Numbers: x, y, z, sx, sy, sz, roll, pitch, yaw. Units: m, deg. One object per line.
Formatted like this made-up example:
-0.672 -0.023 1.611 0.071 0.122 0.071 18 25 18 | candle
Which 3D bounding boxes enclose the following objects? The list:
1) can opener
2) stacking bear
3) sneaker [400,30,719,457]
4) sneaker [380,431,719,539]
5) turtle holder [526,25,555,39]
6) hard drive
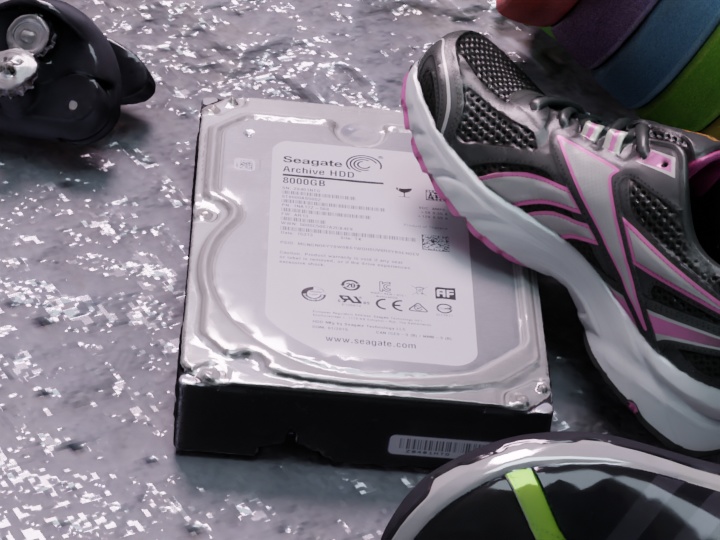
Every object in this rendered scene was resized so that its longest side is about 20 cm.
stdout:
-0.191 -0.093 1.034 0.200 0.079 0.063 11 74 11 | can opener
0.166 -0.095 0.976 0.200 0.114 0.121 34 49 -6 | stacking bear
0.104 -0.029 0.919 0.200 0.086 0.080 48 30 21 | sneaker
0.106 0.107 0.782 0.200 0.072 0.083 3 36 -6 | sneaker
0.144 -0.172 1.090 0.132 0.186 0.141 31 37 9 | turtle holder
0.000 0.000 0.944 0.140 0.038 0.200 5 34 -4 | hard drive
